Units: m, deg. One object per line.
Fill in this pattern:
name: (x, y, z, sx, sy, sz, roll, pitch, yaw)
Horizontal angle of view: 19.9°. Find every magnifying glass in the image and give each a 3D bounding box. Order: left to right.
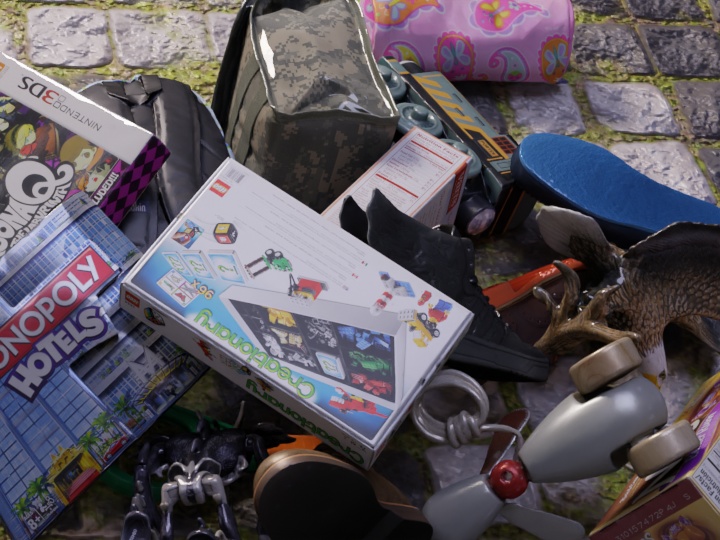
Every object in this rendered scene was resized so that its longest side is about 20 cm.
magnifying glass: (-0.091, 0.128, 1.446, 0.199, 0.022, 0.080, 1, 46, -13)

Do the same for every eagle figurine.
eagle figurine: (0.224, 0.021, 1.533, 0.199, 0.152, 0.152, -18, 44, -31)

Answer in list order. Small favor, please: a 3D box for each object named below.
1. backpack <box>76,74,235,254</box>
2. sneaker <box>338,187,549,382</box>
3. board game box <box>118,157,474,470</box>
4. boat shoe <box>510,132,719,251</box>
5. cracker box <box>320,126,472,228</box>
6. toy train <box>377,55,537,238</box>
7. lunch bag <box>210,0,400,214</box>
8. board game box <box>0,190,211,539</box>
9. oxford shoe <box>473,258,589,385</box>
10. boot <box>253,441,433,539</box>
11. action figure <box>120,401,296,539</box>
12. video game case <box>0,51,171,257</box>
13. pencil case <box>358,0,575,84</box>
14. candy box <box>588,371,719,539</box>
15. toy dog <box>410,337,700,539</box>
backpack: (-0.163, -0.051, 1.532, 0.162, 0.154, 0.201, -8, 70, -15)
sneaker: (0.064, 0.015, 1.447, 0.199, 0.060, 0.105, 15, 77, -39)
board game box: (-0.042, 0.025, 1.343, 0.199, 0.035, 0.126, 33, 60, 10)
boat shoe: (0.202, -0.039, 1.635, 0.199, 0.069, 0.084, 28, 52, -9)
cracker box: (0.000, 0.000, 1.518, 0.057, 0.134, 0.200, 30, 44, 17)
toy train: (0.061, -0.103, 1.686, 0.114, 0.086, 0.200, -9, 45, -40)
lunch bag: (-0.056, -0.127, 1.609, 0.117, 0.165, 0.201, 1, 45, -18)
board game box: (-0.221, 0.045, 1.357, 0.200, 0.062, 0.200, 45, 75, 0)
oxford shoe: (0.133, 0.039, 1.581, 0.199, 0.071, 0.073, -19, 87, -40)
boot: (-0.026, 0.145, 1.346, 0.074, 0.200, 0.076, -41, 60, 8)
action figure: (-0.104, 0.161, 1.345, 0.118, 0.103, 0.200, -1, 20, 8)
video game case: (-0.259, -0.046, 1.465, 0.181, 0.036, 0.200, 29, 77, 33)
pencil case: (0.089, -0.206, 1.796, 0.199, 0.088, 0.088, -1, 45, -18)
candy box: (0.256, 0.131, 1.464, 0.057, 0.117, 0.200, 49, 48, -1)
toy dog: (0.140, 0.125, 1.430, 0.199, 0.096, 0.133, -11, 80, 16)
